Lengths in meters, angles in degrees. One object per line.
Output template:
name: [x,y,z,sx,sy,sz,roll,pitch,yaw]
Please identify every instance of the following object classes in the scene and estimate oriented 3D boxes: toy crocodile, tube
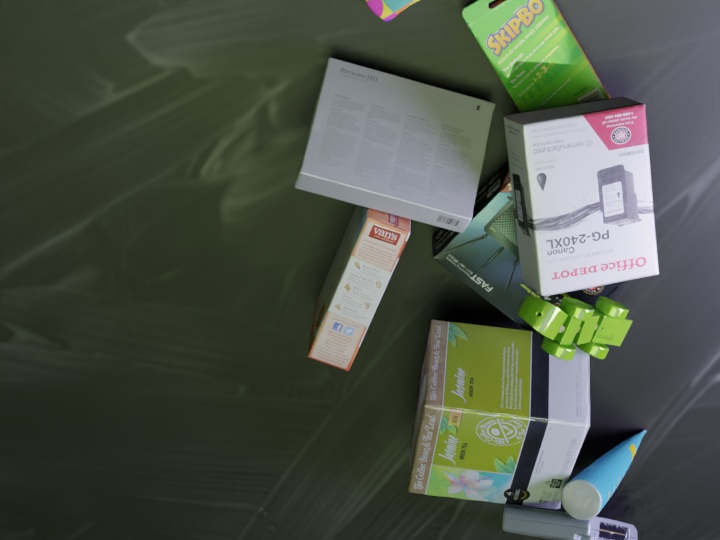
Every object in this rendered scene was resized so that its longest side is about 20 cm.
toy crocodile: [0.252,0.061,1.623,0.062,0.200,0.068,33,108,36]
tube: [0.307,0.255,1.756,0.050,0.200,0.077,44,117,13]

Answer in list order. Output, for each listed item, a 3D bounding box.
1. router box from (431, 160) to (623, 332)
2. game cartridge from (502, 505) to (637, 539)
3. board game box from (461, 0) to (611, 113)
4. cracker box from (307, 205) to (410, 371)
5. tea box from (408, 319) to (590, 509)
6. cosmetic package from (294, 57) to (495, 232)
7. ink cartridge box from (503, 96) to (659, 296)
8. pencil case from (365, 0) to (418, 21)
router box: [0.207,-0.021,1.683,0.200,0.062,0.150,37,114,-15]
game cartridge: [0.262,0.328,1.793,0.133,0.200,0.041,-2,76,27]
board game box: [0.203,-0.238,1.592,0.096,0.030,0.200,-28,115,16]
cracker box: [0.000,0.000,1.666,0.058,0.134,0.200,19,117,-7]
tea box: [0.166,0.179,1.716,0.197,0.134,0.200,7,140,1]
cosmetic package: [0.040,-0.142,1.587,0.200,0.151,0.052,15,161,-4]
ink cartridge box: [0.250,-0.083,1.579,0.145,0.083,0.200,-10,104,-8]
pencil case: [0.084,-0.347,1.515,0.200,0.088,0.088,-27,113,18]
